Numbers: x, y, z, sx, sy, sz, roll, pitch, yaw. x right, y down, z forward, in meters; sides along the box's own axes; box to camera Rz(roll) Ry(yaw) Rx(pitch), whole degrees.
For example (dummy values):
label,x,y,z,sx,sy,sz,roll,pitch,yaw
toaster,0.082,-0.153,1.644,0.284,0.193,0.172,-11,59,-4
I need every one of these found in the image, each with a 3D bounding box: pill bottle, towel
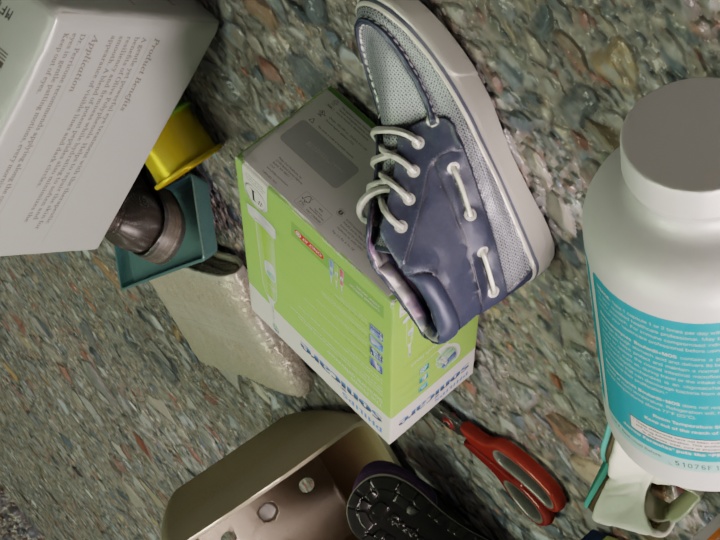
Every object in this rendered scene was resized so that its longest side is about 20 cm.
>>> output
label,x,y,z,sx,sy,sz,roll,pitch,yaw
pill bottle,0.161,0.006,0.922,0.111,0.111,0.200,37,156,34
towel,-0.115,0.037,1.688,0.200,0.034,0.133,16,141,59

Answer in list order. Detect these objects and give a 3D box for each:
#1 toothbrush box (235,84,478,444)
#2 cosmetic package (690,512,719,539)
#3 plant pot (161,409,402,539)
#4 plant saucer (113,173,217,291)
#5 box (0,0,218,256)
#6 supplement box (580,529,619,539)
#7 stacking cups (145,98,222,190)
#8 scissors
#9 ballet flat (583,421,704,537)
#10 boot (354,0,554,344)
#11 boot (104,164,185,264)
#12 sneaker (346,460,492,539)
label,x,y,z,sx,sy,sz,roll,pitch,yaw
toothbrush box,0.000,0.000,1.297,0.146,0.086,0.200,43,157,22
cosmetic package,0.256,0.218,1.093,0.200,0.101,0.071,33,152,39
plant pot,-0.054,0.230,1.680,0.200,0.200,0.177,59,171,-21
plant saucer,-0.163,-0.030,1.639,0.200,0.019,0.070,-16,81,62
box,-0.247,-0.143,1.350,0.200,0.171,0.199,42,115,25
supplement box,0.204,0.307,1.307,0.200,0.134,0.200,16,140,58
stacking cups,-0.179,-0.159,1.475,0.200,0.060,0.061,58,160,-2
scissors,0.074,0.111,1.437,0.200,0.014,0.073,44,161,24
ballet flat,0.173,0.107,1.156,0.069,0.069,0.200,45,163,19
boot,0.032,-0.057,1.122,0.200,0.090,0.073,59,159,-20
boot,-0.240,-0.081,1.559,0.174,0.069,0.200,21,-168,-41
sneaker,0.078,0.219,1.559,0.200,0.076,0.088,44,-168,-5
